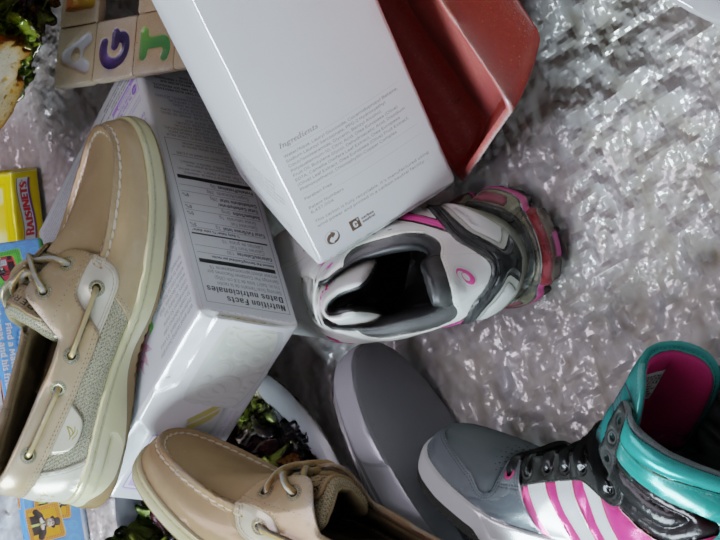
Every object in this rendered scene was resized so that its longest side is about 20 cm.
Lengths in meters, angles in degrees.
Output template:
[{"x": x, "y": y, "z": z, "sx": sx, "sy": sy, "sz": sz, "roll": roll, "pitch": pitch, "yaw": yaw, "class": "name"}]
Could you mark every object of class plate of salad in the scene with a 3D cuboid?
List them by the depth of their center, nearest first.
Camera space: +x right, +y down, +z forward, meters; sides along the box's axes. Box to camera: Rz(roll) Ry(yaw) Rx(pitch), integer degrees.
[{"x": -0.193, "y": -0.134, "z": 1.331, "sx": 0.200, "sy": 0.048, "sz": 0.200, "roll": -167, "pitch": 90, "yaw": -85, "class": "plate of salad"}, {"x": -0.077, "y": 0.147, "z": 1.332, "sx": 0.200, "sy": 0.048, "sz": 0.200, "roll": 11, "pitch": 106, "yaw": 44, "class": "plate of salad"}]

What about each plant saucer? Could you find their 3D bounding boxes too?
[{"x": 0.016, "y": -0.146, "z": 1.110, "sx": 0.200, "sy": 0.037, "sz": 0.200, "roll": 57, "pitch": 172, "yaw": 4, "class": "plant saucer"}]

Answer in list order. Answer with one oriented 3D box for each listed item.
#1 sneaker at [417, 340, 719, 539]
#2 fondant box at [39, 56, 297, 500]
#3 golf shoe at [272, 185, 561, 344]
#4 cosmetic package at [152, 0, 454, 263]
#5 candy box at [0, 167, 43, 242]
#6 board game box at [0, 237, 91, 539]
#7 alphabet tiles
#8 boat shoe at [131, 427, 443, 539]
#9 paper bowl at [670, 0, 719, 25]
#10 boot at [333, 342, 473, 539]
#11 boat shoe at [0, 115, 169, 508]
[{"x": 0.115, "y": 0.083, "z": 1.110, "sx": 0.200, "sy": 0.084, "sz": 0.121, "roll": 23, "pitch": 120, "yaw": 31, "class": "sneaker"}, {"x": -0.107, "y": 0.002, "z": 1.280, "sx": 0.144, "sy": 0.058, "sz": 0.200, "roll": -58, "pitch": 34, "yaw": 36, "class": "fondant box"}, {"x": 0.000, "y": 0.000, "z": 1.202, "sx": 0.200, "sy": 0.092, "sz": 0.073, "roll": -11, "pitch": 95, "yaw": 47, "class": "golf shoe"}, {"x": -0.042, "y": -0.115, "z": 1.134, "sx": 0.108, "sy": 0.085, "sz": 0.200, "roll": 49, "pitch": 167, "yaw": 50, "class": "cosmetic package"}, {"x": -0.265, "y": -0.009, "z": 1.509, "sx": 0.200, "sy": 0.026, "sz": 0.102, "roll": -2, "pitch": 94, "yaw": 45, "class": "candy box"}, {"x": -0.175, "y": 0.095, "z": 1.325, "sx": 0.151, "sy": 0.037, "sz": 0.200, "roll": 128, "pitch": 134, "yaw": -78, "class": "board game box"}, {"x": -0.100, "y": -0.201, "z": 1.276, "sx": 0.167, "sy": 0.008, "sz": 0.200, "roll": -4, "pitch": 79, "yaw": 45, "class": "alphabet tiles"}, {"x": -0.021, "y": 0.122, "z": 1.173, "sx": 0.200, "sy": 0.071, "sz": 0.065, "roll": 28, "pitch": 119, "yaw": 20, "class": "boat shoe"}, {"x": 0.175, "y": -0.199, "z": 0.938, "sx": 0.200, "sy": 0.104, "sz": 0.201, "roll": 1, "pitch": 115, "yaw": 2, "class": "paper bowl"}, {"x": 0.019, "y": 0.143, "z": 1.226, "sx": 0.096, "sy": 0.074, "sz": 0.200, "roll": -35, "pitch": 75, "yaw": 36, "class": "boot"}, {"x": -0.145, "y": 0.018, "z": 1.214, "sx": 0.072, "sy": 0.065, "sz": 0.200, "roll": 10, "pitch": 90, "yaw": 62, "class": "boat shoe"}]
